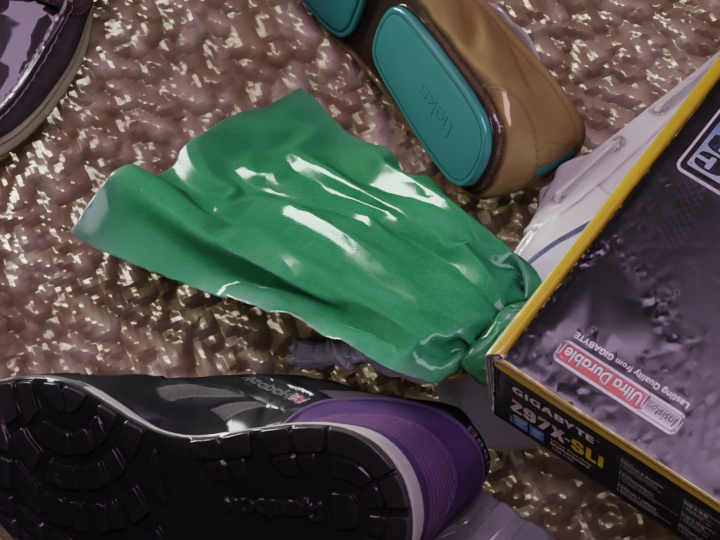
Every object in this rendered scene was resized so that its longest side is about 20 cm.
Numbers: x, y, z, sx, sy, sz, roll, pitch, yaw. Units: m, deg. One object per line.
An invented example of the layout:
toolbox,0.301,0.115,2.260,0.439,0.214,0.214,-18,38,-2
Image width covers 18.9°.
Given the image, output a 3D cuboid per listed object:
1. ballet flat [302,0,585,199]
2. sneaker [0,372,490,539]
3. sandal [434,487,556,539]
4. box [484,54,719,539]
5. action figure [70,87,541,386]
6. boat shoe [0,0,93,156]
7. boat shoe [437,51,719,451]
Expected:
ballet flat,0.022,-0.108,0.883,0.063,0.069,0.200,-14,59,-35
sneaker,-0.048,0.072,0.789,0.199,0.087,0.076,7,106,30
sandal,0.069,0.143,0.754,0.082,0.050,0.203,-33,52,-10
box,0.165,0.029,0.673,0.200,0.049,0.160,34,69,19
action figure,0.000,0.000,0.788,0.118,0.055,0.200,-37,43,-24
boat shoe,-0.136,-0.140,0.897,0.072,0.065,0.200,19,66,12
boat shoe,0.100,-0.015,0.827,0.200,0.071,0.070,-45,35,-5
